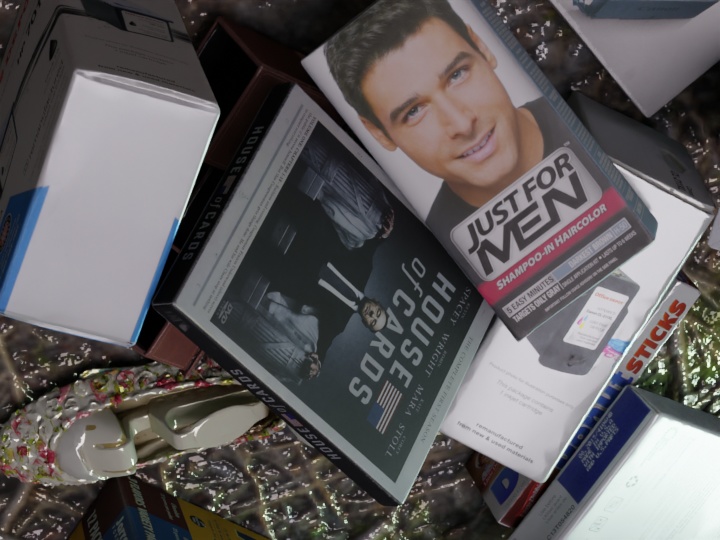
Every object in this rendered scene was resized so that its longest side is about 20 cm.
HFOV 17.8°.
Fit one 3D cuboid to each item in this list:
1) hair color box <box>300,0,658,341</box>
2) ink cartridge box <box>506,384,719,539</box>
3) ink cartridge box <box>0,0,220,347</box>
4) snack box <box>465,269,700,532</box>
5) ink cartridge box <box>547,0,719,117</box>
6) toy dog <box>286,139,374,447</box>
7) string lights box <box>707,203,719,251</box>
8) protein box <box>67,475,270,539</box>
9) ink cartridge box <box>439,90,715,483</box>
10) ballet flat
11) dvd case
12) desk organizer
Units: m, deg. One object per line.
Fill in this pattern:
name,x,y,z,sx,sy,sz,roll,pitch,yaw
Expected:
hair color box,0.068,-0.071,1.297,0.099,0.061,0.200,-37,93,14
ink cartridge box,0.188,0.182,1.544,0.200,0.041,0.200,23,109,-44
ink cartridge box,-0.151,-0.072,1.269,0.086,0.200,0.147,14,111,-21
snack box,0.144,0.073,1.508,0.024,0.072,0.200,27,106,-29
ink cartridge box,0.180,-0.219,1.384,0.176,0.045,0.200,-41,120,7
toy dog,0.000,0.000,1.410,0.200,0.096,0.132,-51,165,-20
string lights box,0.275,-0.078,1.402,0.059,0.200,0.103,22,114,16
protein box,-0.120,0.276,1.497,0.198,0.135,0.200,28,106,-27
ink cartridge box,0.122,0.006,1.419,0.083,0.146,0.200,27,107,-10
ballet flat,-0.132,0.094,1.441,0.200,0.064,0.076,-18,121,-6
dvd case,-0.012,0.016,1.281,0.200,0.025,0.150,43,62,-32
desk organizer,-0.093,-0.044,1.368,0.077,0.072,0.200,21,109,-39
